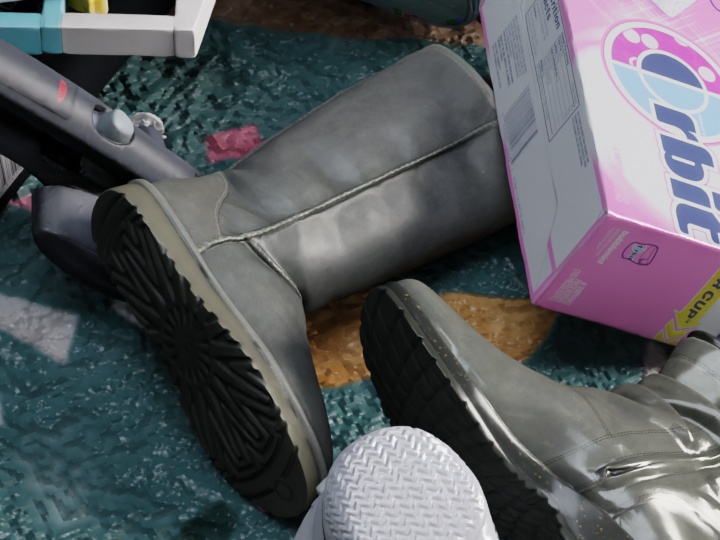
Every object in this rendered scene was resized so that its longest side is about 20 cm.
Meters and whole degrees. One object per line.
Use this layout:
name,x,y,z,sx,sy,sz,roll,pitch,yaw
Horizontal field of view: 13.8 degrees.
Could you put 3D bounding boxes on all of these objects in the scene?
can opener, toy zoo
can opener,-0.145,-0.065,1.310,0.063,0.200,0.079,-33,34,27
toy zoo,-0.142,-0.154,1.384,0.200,0.020,0.131,1,50,0

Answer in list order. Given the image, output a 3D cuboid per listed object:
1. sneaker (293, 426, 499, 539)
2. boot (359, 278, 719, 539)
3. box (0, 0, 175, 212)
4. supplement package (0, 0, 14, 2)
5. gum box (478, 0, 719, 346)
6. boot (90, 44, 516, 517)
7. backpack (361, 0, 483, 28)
sneaker,0.034,0.160,1.177,0.075,0.115,0.200,-23,87,-17
boot,0.102,0.063,1.253,0.131,0.068,0.200,-34,76,-29
box,-0.184,-0.137,1.435,0.141,0.079,0.200,20,53,21
supplement package,-0.165,-0.196,1.333,0.200,0.110,0.114,-7,51,-7
gum box,0.127,-0.064,1.338,0.113,0.066,0.200,16,44,-25
boot,0.001,0.000,1.322,0.200,0.073,0.182,-19,74,-36
backpack,0.041,-0.208,1.428,0.200,0.176,0.153,17,69,14
